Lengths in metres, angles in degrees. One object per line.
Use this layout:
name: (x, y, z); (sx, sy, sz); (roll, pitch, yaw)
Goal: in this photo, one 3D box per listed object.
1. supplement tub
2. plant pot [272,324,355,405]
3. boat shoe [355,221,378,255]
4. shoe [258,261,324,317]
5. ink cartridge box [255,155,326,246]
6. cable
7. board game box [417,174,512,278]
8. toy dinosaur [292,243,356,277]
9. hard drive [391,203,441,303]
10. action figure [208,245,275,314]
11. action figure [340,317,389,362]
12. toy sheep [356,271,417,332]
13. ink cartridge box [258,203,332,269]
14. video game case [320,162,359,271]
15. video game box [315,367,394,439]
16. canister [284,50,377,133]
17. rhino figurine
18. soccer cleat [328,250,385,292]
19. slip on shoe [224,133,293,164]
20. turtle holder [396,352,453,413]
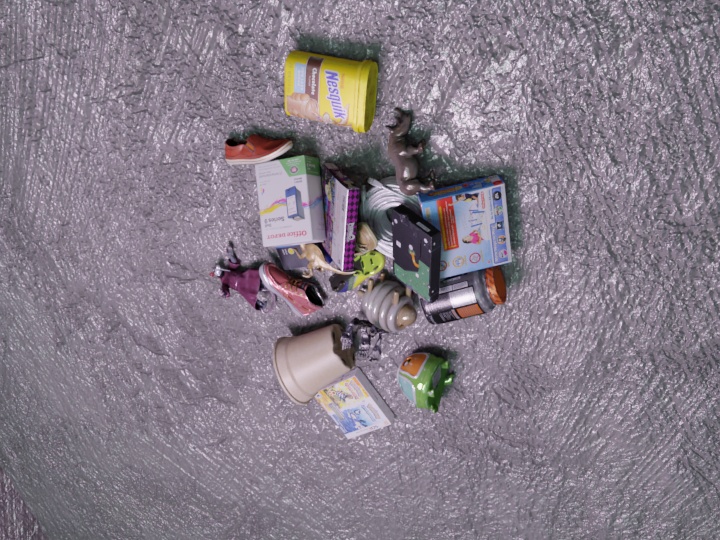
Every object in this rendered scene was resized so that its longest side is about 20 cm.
supplement tub: (0.250, 0.054, 1.572); (0.195, 0.123, 0.125); (-16, 115, 28)
plant pot: (-0.119, 0.249, 1.810); (0.180, 0.202, 0.203); (-26, 110, 21)
boat shoe: (-0.015, -0.067, 1.570); (0.074, 0.063, 0.200); (56, 162, -9)
shoe: (-0.184, 0.042, 1.755); (0.090, 0.072, 0.201); (-21, 121, 39)
ink cartridge box: (-0.169, -0.166, 1.566); (0.141, 0.087, 0.207); (-5, 92, 23)
cable: (0.091, -0.127, 1.553); (0.194, 0.070, 0.204); (16, 126, 10)
board game box: (0.242, -0.097, 1.477); (0.190, 0.056, 0.205); (-12, 118, 2)
toy dinosaur: (-0.112, -0.023, 1.638); (0.199, 0.058, 0.102); (40, 142, 6)
hard drive: (0.129, -0.037, 1.483); (0.139, 0.037, 0.204); (40, 146, 39)
action figure: (-0.338, 0.025, 1.817); (0.196, 0.137, 0.149); (19, 170, 23)
action figure: (0.004, 0.179, 1.691); (0.116, 0.200, 0.105); (19, 96, 13)
toy sheep: (0.068, 0.086, 1.663); (0.198, 0.136, 0.141); (28, 134, 40)
ink cartridge box: (-0.145, -0.104, 1.673); (0.195, 0.047, 0.202); (-6, 118, 26)
video game case: (-0.055, -0.131, 1.534); (0.035, 0.182, 0.206); (-6, 118, -22)
video game box: (-0.022, 0.408, 1.950); (0.180, 0.047, 0.202); (-28, 108, 30)
canister: (-0.068, -0.401, 1.429); (0.194, 0.087, 0.152); (14, 125, 14)
rhino figurine: (0.105, -0.266, 1.445); (0.085, 0.060, 0.206); (-16, 91, 21)
soccer cleat: (-0.001, -0.001, 1.662); (0.198, 0.082, 0.066); (-31, 75, 40)
slip on shoe: (-0.255, -0.303, 1.575); (0.195, 0.074, 0.063); (0, 119, 27)
turtle holder: (0.176, 0.303, 1.767); (0.129, 0.144, 0.185); (17, 167, 27)
